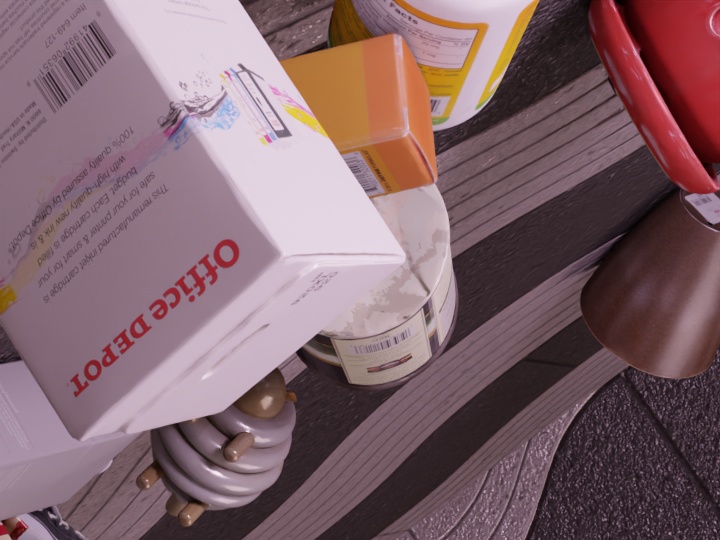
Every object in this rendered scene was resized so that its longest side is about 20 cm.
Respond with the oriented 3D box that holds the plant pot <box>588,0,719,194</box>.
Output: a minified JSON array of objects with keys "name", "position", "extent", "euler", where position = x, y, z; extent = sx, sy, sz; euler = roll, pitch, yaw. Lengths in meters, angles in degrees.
[{"name":"plant pot","position":[0.280,-0.174,1.434],"extent":[0.181,0.202,0.200],"euler":[-28,168,15]}]

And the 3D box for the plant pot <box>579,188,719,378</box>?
[{"name":"plant pot","position":[0.390,-0.005,2.324],"extent":[0.186,0.187,0.201],"euler":[-22,147,-41]}]

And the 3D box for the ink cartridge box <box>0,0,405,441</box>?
[{"name":"ink cartridge box","position":[-0.106,-0.042,0.943],"extent":[0.147,0.201,0.144],"euler":[-39,165,21]}]

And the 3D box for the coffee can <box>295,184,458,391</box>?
[{"name":"coffee can","position":[0.000,0.000,1.440],"extent":[0.146,0.147,0.200],"euler":[-33,166,-5]}]

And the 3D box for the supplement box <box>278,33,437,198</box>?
[{"name":"supplement box","position":[-0.061,-0.068,1.059],"extent":[0.198,0.067,0.069],"euler":[-11,153,12]}]

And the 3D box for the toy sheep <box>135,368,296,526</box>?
[{"name":"toy sheep","position":[-0.127,0.150,1.679],"extent":[0.137,0.138,0.200],"euler":[-16,153,-52]}]

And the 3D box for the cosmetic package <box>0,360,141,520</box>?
[{"name":"cosmetic package","position":[-0.262,0.126,1.381],"extent":[0.107,0.091,0.200],"euler":[-41,168,23]}]

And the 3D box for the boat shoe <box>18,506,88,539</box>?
[{"name":"boat shoe","position":[-0.294,0.236,1.698],"extent":[0.073,0.069,0.199],"euler":[-27,144,16]}]

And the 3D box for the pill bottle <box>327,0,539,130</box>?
[{"name":"pill bottle","position":[0.049,-0.171,1.062],"extent":[0.110,0.112,0.200],"euler":[-29,165,-21]}]

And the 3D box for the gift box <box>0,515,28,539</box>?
[{"name":"gift box","position":[-0.348,0.258,1.392],"extent":[0.184,0.201,0.186],"euler":[-35,168,24]}]
